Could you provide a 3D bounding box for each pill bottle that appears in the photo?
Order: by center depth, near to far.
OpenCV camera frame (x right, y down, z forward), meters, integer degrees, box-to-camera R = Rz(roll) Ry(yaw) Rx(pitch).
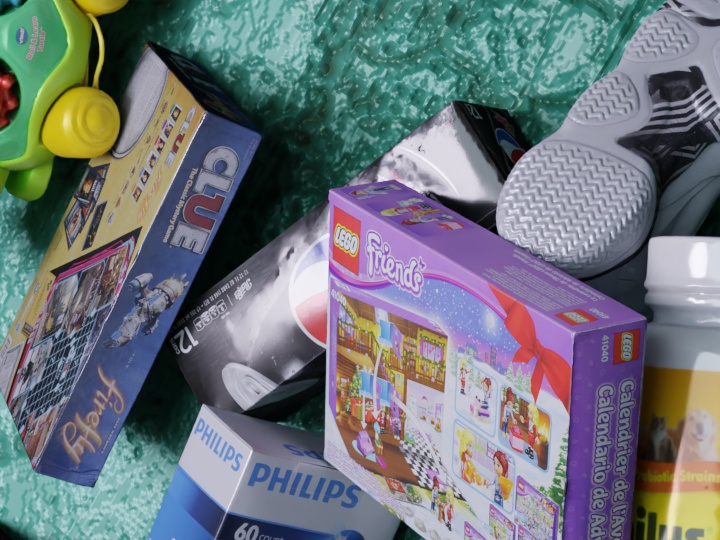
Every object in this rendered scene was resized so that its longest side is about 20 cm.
[{"bbox_3d":[0.157,0.088,0.966,0.109,0.109,0.201,3,89,28],"label":"pill bottle"}]

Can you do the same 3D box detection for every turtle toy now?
[{"bbox_3d":[-0.202,-0.098,1.186,0.145,0.101,0.201,5,88,49],"label":"turtle toy"}]

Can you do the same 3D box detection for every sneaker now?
[{"bbox_3d":[0.140,-0.048,1.039,0.075,0.115,0.200,39,70,24],"label":"sneaker"}]

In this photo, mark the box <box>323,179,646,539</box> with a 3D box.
[{"bbox_3d":[0.048,0.054,0.980,0.200,0.039,0.138,33,127,54],"label":"box"}]

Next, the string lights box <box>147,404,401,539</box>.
[{"bbox_3d":[-0.062,0.177,1.107,0.059,0.102,0.201,34,103,54],"label":"string lights box"}]

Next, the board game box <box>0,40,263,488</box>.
[{"bbox_3d":[-0.124,-0.006,1.155,0.201,0.034,0.136,-63,25,11],"label":"board game box"}]

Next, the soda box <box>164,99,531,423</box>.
[{"bbox_3d":[0.000,0.000,1.109,0.200,0.071,0.063,-38,75,21],"label":"soda box"}]

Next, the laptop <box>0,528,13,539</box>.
[{"bbox_3d":[-0.199,0.260,1.181,0.200,0.116,0.187,-50,29,-10],"label":"laptop"}]
